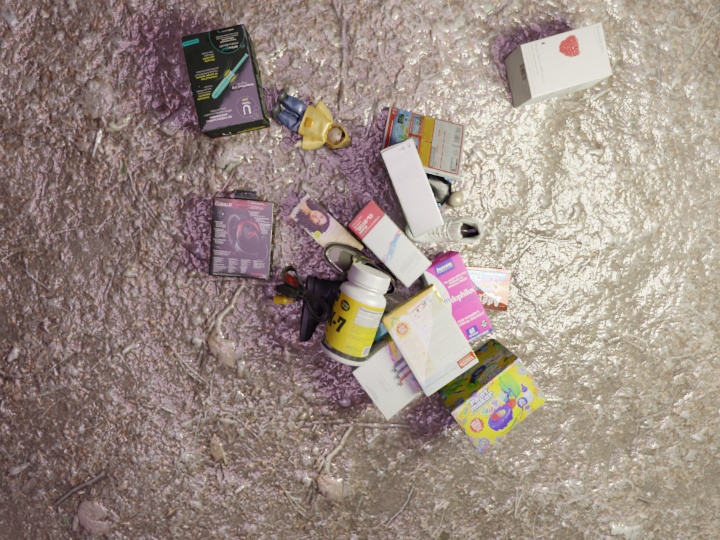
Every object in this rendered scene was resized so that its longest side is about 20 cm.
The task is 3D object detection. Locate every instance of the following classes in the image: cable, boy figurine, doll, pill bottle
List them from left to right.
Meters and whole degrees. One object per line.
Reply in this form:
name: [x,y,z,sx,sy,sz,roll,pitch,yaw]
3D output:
cable: [-0.136,0.055,1.258,0.196,0.050,0.099,21,81,29]
boy figurine: [-0.115,-0.342,1.260,0.197,0.064,0.127,31,91,-2]
pill bottle: [-0.009,0.096,1.181,0.111,0.114,0.205,19,99,-4]
doll: [0.167,-0.217,1.291,0.197,0.048,0.139,31,92,-5]

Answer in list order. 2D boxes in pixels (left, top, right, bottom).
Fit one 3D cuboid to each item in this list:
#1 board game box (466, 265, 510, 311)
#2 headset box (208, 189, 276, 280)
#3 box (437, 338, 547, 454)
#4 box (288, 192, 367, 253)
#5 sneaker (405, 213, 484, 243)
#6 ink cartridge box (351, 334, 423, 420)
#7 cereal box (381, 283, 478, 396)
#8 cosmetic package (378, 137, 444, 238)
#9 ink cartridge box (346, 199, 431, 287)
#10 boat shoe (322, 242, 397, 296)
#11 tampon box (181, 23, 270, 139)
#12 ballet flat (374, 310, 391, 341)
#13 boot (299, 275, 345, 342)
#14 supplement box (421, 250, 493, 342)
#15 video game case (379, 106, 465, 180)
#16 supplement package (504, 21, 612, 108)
board game box: [0.276,0.042,1.335,0.193,0.019,0.107,4,96,-3]
headset box: [-0.278,-0.087,1.268,0.143,0.075,0.207,4,95,-3]
box: [0.303,0.291,1.271,0.198,0.193,0.123,-38,96,2]
box: [-0.078,-0.093,1.290,0.199,0.050,0.076,42,93,-6]
sneaker: [0.206,-0.102,1.278,0.193,0.099,0.081,-2,95,-3]
ink cartridge box: [0.092,0.220,1.278,0.198,0.145,0.146,-37,96,0]
cereal box: [0.154,0.155,1.183,0.142,0.040,0.203,-31,96,0]
cosmetic package: [0.113,-0.187,1.194,0.079,0.113,0.205,-21,101,5]
ink cartridge box: [0.063,-0.064,1.251,0.083,0.146,0.200,-44,95,2]
boat shoe: [0.001,-0.003,1.248,0.198,0.060,0.073,30,94,-9]
tampon box: [-0.302,-0.422,1.211,0.145,0.126,0.207,-11,96,-1]
ballet flat: [0.014,0.143,1.263,0.198,0.068,0.071,-39,110,13]
boot: [-0.046,0.108,1.309,0.194,0.066,0.170,9,102,-11]
supplement box: [0.225,0.066,1.275,0.099,0.103,0.204,-26,94,1]
video game case: [0.151,-0.305,1.271,0.194,0.017,0.147,13,70,-4]
supplement package: [0.459,-0.477,1.246,0.194,0.120,0.125,-16,95,-1]
